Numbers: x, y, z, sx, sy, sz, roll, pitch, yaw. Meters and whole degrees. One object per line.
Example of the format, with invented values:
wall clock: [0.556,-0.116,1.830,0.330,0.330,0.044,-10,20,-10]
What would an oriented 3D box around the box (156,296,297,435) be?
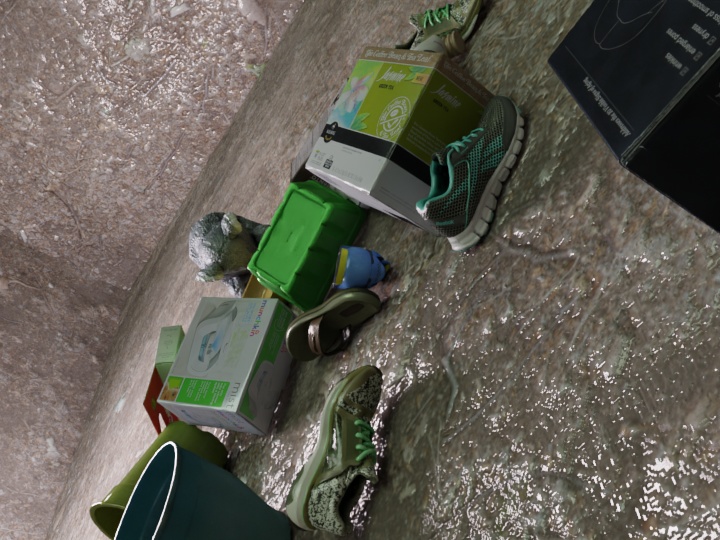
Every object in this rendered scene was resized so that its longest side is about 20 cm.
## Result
box: [-0.210,0.155,1.253,0.174,0.097,0.202,0,58,33]

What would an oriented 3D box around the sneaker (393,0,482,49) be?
sneaker: [0.123,-0.397,1.233,0.200,0.088,0.078,-46,26,36]

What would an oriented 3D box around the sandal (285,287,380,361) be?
sandal: [-0.046,0.088,1.084,0.201,0.079,0.058,-40,44,45]

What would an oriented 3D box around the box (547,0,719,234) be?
box: [0.271,-0.174,0.576,0.197,0.123,0.201,-50,25,27]

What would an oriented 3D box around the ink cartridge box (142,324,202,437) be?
ink cartridge box: [-0.337,0.234,1.397,0.178,0.044,0.202,-92,-4,-48]

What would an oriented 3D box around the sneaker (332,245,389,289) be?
sneaker: [0.000,0.000,1.114,0.200,0.077,0.067,-157,76,-87]

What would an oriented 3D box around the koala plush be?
koala plush: [-0.285,-0.042,1.587,0.179,0.182,0.200,-63,6,3]

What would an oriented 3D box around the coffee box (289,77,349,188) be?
coffee box: [-0.030,-0.222,1.356,0.201,0.112,0.080,-53,23,27]

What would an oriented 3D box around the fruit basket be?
fruit basket: [-0.087,-0.044,1.298,0.216,0.154,0.217,-47,-26,-31]

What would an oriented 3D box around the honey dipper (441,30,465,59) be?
honey dipper: [0.080,-0.332,1.244,0.198,0.038,0.038,-20,44,35]

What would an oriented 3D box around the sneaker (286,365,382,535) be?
sneaker: [-0.005,0.210,0.863,0.088,0.077,0.202,11,74,39]

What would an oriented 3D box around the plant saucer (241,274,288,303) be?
plant saucer: [-0.158,-0.009,1.493,0.199,0.048,0.202,-8,57,65]

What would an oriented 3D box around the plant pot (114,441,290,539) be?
plant pot: [-0.200,0.351,0.973,0.200,0.186,0.201,-48,25,31]

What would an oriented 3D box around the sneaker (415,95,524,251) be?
sneaker: [0.129,-0.130,0.902,0.077,0.090,0.202,-11,55,63]

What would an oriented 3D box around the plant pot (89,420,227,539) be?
plant pot: [-0.318,0.365,1.272,0.200,0.199,0.191,-39,20,46]

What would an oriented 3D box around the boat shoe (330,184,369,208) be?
boat shoe: [-0.020,-0.146,1.239,0.200,0.064,0.075,-132,46,-76]

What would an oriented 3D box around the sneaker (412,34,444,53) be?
sneaker: [0.069,-0.292,1.198,0.199,0.074,0.088,-31,27,43]

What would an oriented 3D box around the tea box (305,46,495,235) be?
tea box: [0.055,-0.182,1.030,0.199,0.133,0.199,29,91,56]
